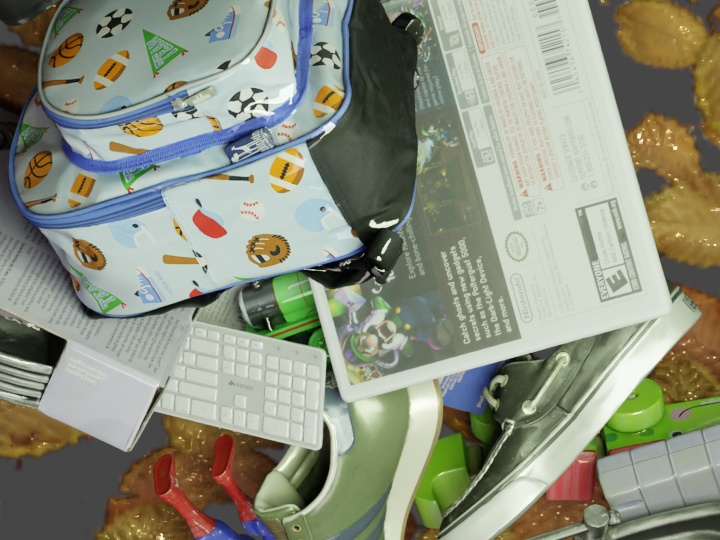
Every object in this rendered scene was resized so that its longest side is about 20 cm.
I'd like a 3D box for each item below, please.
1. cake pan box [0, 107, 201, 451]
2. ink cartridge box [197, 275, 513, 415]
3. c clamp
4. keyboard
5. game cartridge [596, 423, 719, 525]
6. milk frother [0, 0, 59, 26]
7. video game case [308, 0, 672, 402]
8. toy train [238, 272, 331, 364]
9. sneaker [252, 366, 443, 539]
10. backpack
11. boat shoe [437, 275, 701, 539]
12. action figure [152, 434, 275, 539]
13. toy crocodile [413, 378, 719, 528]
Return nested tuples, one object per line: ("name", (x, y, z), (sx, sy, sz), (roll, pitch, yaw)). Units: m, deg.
("cake pan box", (-0.170, -0.006, 1.442), (0.184, 0.200, 0.052), (24, 118, -4))
("ink cartridge box", (0.000, 0.000, 1.570), (0.200, 0.042, 0.119), (20, 119, -12))
("c clamp", (0.151, 0.178, 1.622), (0.171, 0.027, 0.200), (-16, 148, -3))
("keyboard", (-0.104, 0.051, 1.544), (0.200, 0.011, 0.056), (12, 102, 30))
("game cartridge", (0.216, 0.140, 1.632), (0.129, 0.038, 0.200), (-20, 149, 5))
("milk frother", (-0.176, -0.226, 1.328), (0.188, 0.181, 0.200), (38, 117, -25))
("video game case", (0.051, -0.050, 1.490), (0.181, 0.023, 0.200), (-16, 89, 7))
("toy train", (0.024, 0.004, 1.530), (0.200, 0.042, 0.056), (-20, 111, 9))
("sneaker", (-0.022, 0.139, 1.564), (0.090, 0.067, 0.201), (3, 113, -26))
("backpack", (-0.077, -0.068, 1.360), (0.190, 0.200, 0.154), (-26, 119, 21))
("boat shoe", (0.103, 0.075, 1.577), (0.064, 0.071, 0.200), (42, 81, 3))
("action figure", (-0.047, 0.173, 1.675), (0.065, 0.052, 0.200), (-22, 126, 17))
("toy crocodile", (0.126, 0.108, 1.633), (0.200, 0.062, 0.068), (-6, 123, 0))
